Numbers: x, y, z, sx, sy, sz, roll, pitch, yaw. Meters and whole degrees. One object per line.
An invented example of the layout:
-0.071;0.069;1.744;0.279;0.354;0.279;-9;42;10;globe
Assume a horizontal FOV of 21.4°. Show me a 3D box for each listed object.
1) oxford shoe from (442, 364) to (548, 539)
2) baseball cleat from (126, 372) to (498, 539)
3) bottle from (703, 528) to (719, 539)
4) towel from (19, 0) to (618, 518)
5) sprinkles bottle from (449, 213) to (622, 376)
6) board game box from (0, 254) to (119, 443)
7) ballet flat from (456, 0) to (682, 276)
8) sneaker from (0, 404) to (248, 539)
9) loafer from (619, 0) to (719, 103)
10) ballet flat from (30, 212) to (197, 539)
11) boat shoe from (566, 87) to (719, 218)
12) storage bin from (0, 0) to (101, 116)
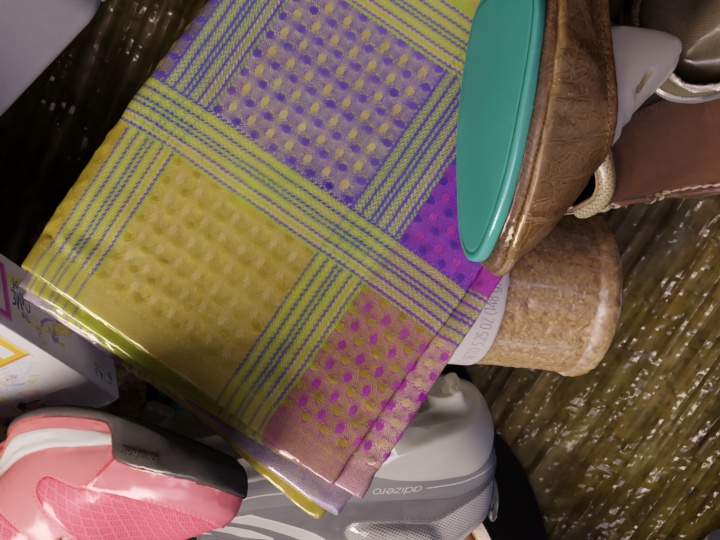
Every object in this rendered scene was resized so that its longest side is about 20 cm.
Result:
0.036;0.111;0.853;0.071;0.071;0.201;-19;115;22;oxford shoe
-0.042;0.100;0.762;0.198;0.070;0.107;-8;120;1;baseball cleat
0.131;0.203;0.920;0.083;0.066;0.201;21;126;-15;bottle
-0.012;-0.033;0.666;0.143;0.023;0.201;33;85;4;towel
0.000;0.000;0.736;0.198;0.069;0.069;5;130;-19;sprinkles bottle
-0.196;0.022;0.670;0.134;0.034;0.200;-26;146;17;board game box
0.070;-0.099;0.634;0.072;0.202;0.068;1;175;-19;ballet flat
-0.119;0.104;0.670;0.199;0.088;0.074;-13;154;34;sneaker
0.163;-0.131;0.637;0.200;0.070;0.075;-43;85;23;loafer
-0.104;0.054;0.814;0.065;0.071;0.201;4;121;11;ballet flat
0.091;-0.046;0.716;0.200;0.075;0.075;-1;129;2;boat shoe
-0.184;-0.093;0.658;0.134;0.146;0.200;28;125;-32;storage bin
